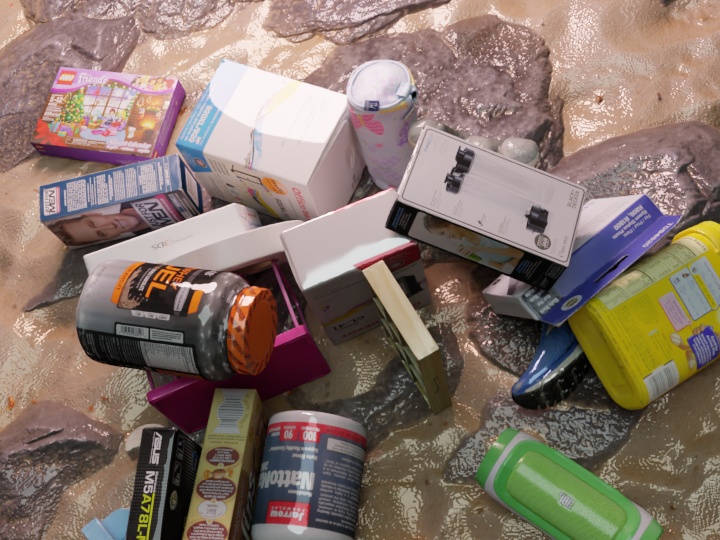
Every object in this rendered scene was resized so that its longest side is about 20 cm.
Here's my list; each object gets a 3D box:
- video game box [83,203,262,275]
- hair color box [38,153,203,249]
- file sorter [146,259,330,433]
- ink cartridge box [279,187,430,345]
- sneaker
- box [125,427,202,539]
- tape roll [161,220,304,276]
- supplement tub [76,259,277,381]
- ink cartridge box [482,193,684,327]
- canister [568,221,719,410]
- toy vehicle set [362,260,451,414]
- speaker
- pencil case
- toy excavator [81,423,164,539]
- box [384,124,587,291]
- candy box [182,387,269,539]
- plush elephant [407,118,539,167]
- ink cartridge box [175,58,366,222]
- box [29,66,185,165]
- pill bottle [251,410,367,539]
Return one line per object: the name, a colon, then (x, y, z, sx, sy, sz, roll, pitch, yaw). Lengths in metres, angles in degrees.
video game box: (-0.233, -0.033, 1.250, 0.200, 0.182, 0.047, -19, 93, 1)
hair color box: (-0.328, -0.093, 1.339, 0.200, 0.100, 0.061, -12, 66, 6)
file sorter: (-0.162, 0.091, 1.205, 0.200, 0.139, 0.125, -24, 63, 0)
ink cartridge box: (0.000, 0.000, 1.180, 0.148, 0.200, 0.086, -24, 65, 0)
sneaker: (0.241, 0.083, 1.175, 0.089, 0.079, 0.200, 31, 67, 29)
box: (-0.206, 0.294, 1.088, 0.047, 0.200, 0.193, -2, 65, 9)
tape roll: (-0.158, -0.013, 1.219, 0.203, 0.203, 0.037, -19, 87, 2)
supplement tub: (-0.202, 0.056, 1.084, 0.200, 0.123, 0.123, 6, 68, 16)
ink cartridge box: (0.255, -0.017, 1.149, 0.200, 0.200, 0.041, -39, 99, -9)
canister: (0.354, 0.052, 1.114, 0.200, 0.087, 0.149, -28, 86, -18)
toy vehicle set: (0.058, 0.083, 1.133, 0.026, 0.200, 0.124, -30, 63, -5)
speaker: (0.231, 0.261, 1.084, 0.200, 0.088, 0.088, 32, 75, 22)
pencil case: (0.041, -0.183, 1.255, 0.091, 0.200, 0.083, 4, 62, 12)
toy excavator: (-0.267, 0.310, 1.162, 0.200, 0.100, 0.194, -37, 66, -21)
box: (0.140, -0.070, 1.081, 0.200, 0.060, 0.117, 21, 59, -1)
candy box: (-0.150, 0.250, 1.121, 0.055, 0.115, 0.200, 1, 54, 9)
plush elephant: (0.139, -0.091, 1.228, 0.165, 0.200, 0.155, 15, 92, 16)
ink cartridge box: (-0.111, -0.163, 1.303, 0.200, 0.147, 0.145, 19, 71, 19)
box: (-0.375, -0.228, 1.442, 0.200, 0.039, 0.137, 8, 67, 14)
pill bottle: (-0.062, 0.272, 1.114, 0.119, 0.120, 0.200, 2, 67, 12)
